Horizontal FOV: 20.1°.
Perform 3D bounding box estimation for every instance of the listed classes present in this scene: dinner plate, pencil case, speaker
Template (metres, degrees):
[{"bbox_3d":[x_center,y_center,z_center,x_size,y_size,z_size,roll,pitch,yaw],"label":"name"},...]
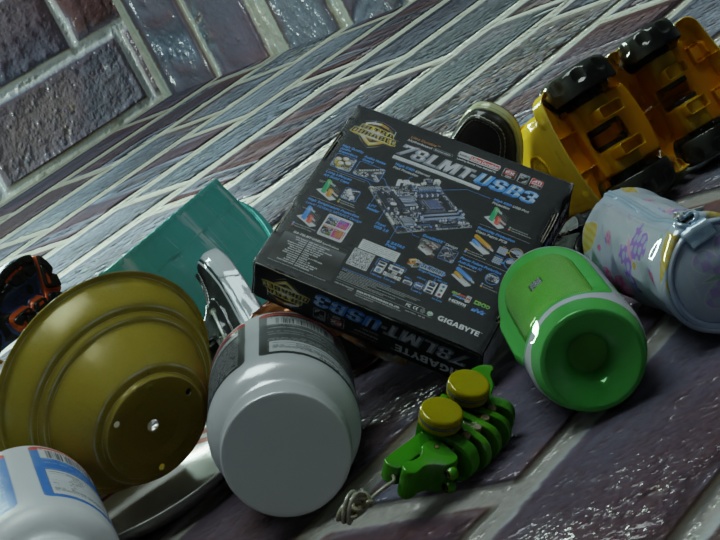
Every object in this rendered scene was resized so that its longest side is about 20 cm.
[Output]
[{"bbox_3d":[-0.174,0.184,1.672,0.200,0.024,0.200,-25,13,6],"label":"dinner plate"},{"bbox_3d":[0.227,-0.011,1.479,0.083,0.091,0.200,-48,13,-2],"label":"pencil case"},{"bbox_3d":[0.149,0.039,1.456,0.088,0.088,0.200,-27,13,2],"label":"speaker"}]

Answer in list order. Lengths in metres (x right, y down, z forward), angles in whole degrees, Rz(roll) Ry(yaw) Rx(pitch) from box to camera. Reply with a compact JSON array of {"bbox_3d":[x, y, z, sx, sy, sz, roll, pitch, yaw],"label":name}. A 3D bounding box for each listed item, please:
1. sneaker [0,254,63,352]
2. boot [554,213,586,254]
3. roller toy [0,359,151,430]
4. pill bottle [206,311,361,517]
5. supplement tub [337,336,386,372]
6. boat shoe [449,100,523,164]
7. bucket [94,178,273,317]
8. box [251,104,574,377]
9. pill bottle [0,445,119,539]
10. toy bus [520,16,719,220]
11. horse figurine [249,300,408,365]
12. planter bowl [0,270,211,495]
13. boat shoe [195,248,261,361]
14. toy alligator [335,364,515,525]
[{"bbox_3d":[-0.337,0.058,1.719,0.078,0.075,0.200,-31,0,42],"label":"sneaker"},{"bbox_3d":[0.136,-0.012,1.745,0.132,0.070,0.200,-24,25,6],"label":"boot"},{"bbox_3d":[-0.286,0.134,1.761,0.200,0.140,0.182,-34,3,22],"label":"roller toy"},{"bbox_3d":[-0.059,0.108,1.529,0.116,0.116,0.200,-26,13,4],"label":"pill bottle"},{"bbox_3d":[-0.016,0.016,1.827,0.107,0.107,0.200,-25,13,8],"label":"supplement tub"},{"bbox_3d":[0.094,-0.066,1.855,0.065,0.073,0.200,-50,-18,-43],"label":"boat shoe"},{"bbox_3d":[-0.162,0.017,1.950,0.207,0.135,0.207,-39,4,3],"label":"bucket"},{"bbox_3d":[0.044,-0.025,1.628,0.200,0.050,0.199,21,51,12],"label":"box"},{"bbox_3d":[-0.232,0.208,1.479,0.112,0.112,0.200,-29,19,-7],"label":"pill bottle"},{"bbox_3d":[0.232,-0.124,1.876,0.200,0.136,0.192,-31,-3,-24],"label":"toy bus"},{"bbox_3d":[0.000,0.000,1.682,0.132,0.050,0.200,12,55,18],"label":"horse figurine"},{"bbox_3d":[-0.183,0.108,1.609,0.200,0.200,0.083,-32,40,-22],"label":"planter bowl"},{"bbox_3d":[-0.112,0.057,1.781,0.071,0.072,0.200,-32,45,-1],"label":"boat shoe"},{"bbox_3d":[0.057,0.126,1.380,0.054,0.059,0.200,25,38,20],"label":"toy alligator"}]
